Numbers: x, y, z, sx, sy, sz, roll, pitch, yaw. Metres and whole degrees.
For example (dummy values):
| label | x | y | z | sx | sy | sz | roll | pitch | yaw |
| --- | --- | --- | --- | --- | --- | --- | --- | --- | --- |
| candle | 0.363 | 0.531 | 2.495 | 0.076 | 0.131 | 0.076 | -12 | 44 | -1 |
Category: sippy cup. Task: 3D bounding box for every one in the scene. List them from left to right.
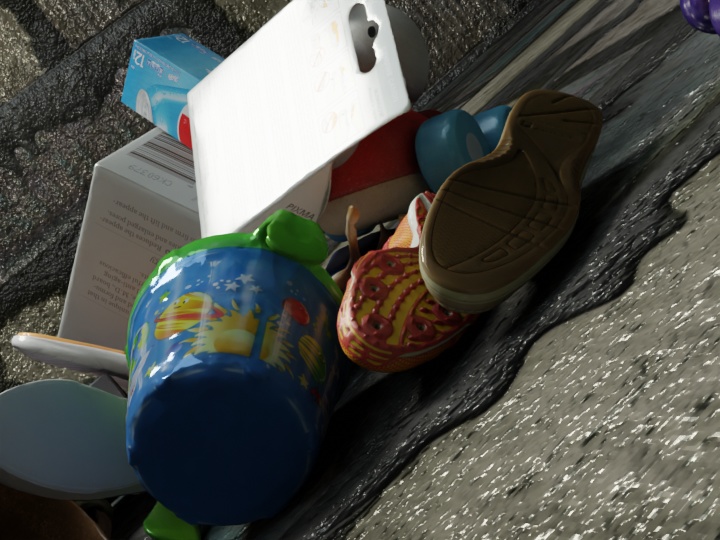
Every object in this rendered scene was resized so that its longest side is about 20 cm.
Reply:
| label | x | y | z | sx | sy | sz | roll | pitch | yaw |
| --- | --- | --- | --- | --- | --- | --- | --- | --- | --- |
| sippy cup | -0.070 | 0.065 | 0.611 | 0.138 | 0.180 | 0.131 | -11 | 22 | 4 |

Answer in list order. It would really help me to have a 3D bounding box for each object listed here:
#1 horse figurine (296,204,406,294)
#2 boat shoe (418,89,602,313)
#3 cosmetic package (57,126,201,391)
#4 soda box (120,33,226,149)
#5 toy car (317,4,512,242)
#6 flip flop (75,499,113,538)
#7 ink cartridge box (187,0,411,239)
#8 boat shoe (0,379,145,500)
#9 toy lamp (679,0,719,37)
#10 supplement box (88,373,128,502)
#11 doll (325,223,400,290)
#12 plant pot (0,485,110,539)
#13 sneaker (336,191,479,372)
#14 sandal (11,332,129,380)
| label | x | y | z | sx | sy | sz | roll | pitch | yaw |
| --- | --- | --- | --- | --- | --- | --- | --- | --- | --- |
| horse figurine | -0.031 | 0.024 | 0.739 | 0.199 | 0.050 | 0.134 | -16 | -50 | -52 |
| boat shoe | 0.085 | -0.030 | 0.625 | 0.200 | 0.071 | 0.065 | -55 | -20 | -48 |
| cosmetic package | -0.153 | -0.004 | 1.022 | 0.165 | 0.164 | 0.202 | -52 | -16 | -59 |
| soda box | -0.117 | -0.137 | 0.994 | 0.068 | 0.199 | 0.065 | -23 | -40 | -52 |
| toy car | 0.006 | -0.136 | 0.871 | 0.183 | 0.202 | 0.176 | -18 | 0 | 30 |
| flip flop | -0.213 | 0.204 | 0.817 | 0.081 | 0.058 | 0.200 | -40 | -9 | -8 |
| ink cartridge box | -0.041 | -0.114 | 0.804 | 0.199 | 0.050 | 0.164 | -31 | 52 | 28 |
| boat shoe | -0.159 | 0.112 | 0.699 | 0.070 | 0.072 | 0.199 | -35 | -25 | 35 |
| toy lamp | 0.230 | -0.163 | 0.671 | 0.058 | 0.058 | 0.200 | -38 | 8 | 18 |
| supplement box | -0.224 | 0.156 | 0.939 | 0.109 | 0.061 | 0.200 | -40 | -7 | -12 |
| doll | 0.000 | 0.000 | 0.927 | 0.136 | 0.049 | 0.200 | -33 | 1 | -37 |
| plant pot | -0.255 | 0.205 | 0.596 | 0.201 | 0.186 | 0.187 | -54 | 7 | 0 |
| sneaker | 0.030 | 0.020 | 0.646 | 0.078 | 0.073 | 0.200 | -61 | -6 | 23 |
| sandal | -0.169 | 0.059 | 0.890 | 0.079 | 0.204 | 0.060 | 146 | 137 | -72 |
